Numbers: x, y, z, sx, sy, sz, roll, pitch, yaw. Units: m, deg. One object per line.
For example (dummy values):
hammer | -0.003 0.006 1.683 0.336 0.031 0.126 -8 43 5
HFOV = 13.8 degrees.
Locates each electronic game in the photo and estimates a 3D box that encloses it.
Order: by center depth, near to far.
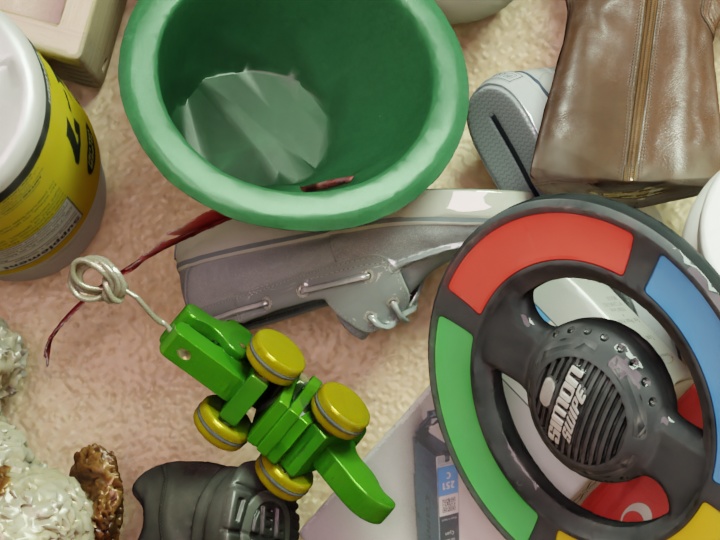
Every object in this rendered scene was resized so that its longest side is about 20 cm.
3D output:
electronic game | 0.111 0.061 1.387 0.042 0.200 0.200 -24 70 -44

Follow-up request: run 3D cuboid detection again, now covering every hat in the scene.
hat | -0.058 -0.060 1.525 0.199 0.176 0.166 1 65 -11

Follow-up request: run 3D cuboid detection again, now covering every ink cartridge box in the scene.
ink cartridge box | 0.095 0.122 1.476 0.176 0.045 0.200 45 108 15

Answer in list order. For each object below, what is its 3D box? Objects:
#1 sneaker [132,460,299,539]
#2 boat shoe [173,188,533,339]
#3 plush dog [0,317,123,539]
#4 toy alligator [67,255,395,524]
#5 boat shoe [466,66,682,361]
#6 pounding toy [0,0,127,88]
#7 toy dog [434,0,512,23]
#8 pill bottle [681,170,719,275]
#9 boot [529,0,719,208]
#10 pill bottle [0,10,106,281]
sneaker | -0.088 0.192 1.509 0.090 0.076 0.201 8 87 35
boat shoe | -0.001 0.000 1.529 0.200 0.070 0.072 -9 86 23
plush dog | -0.214 0.121 1.487 0.171 0.200 0.161 16 110 36
toy alligator | -0.058 0.050 1.477 0.200 0.054 0.059 39 114 -2
boat shoe | 0.128 -0.017 1.525 0.067 0.073 0.201 -21 86 -37
pounding toy | -0.211 -0.215 1.590 0.199 0.142 0.185 16 85 4
toy dog | -0.007 -0.185 1.543 0.199 0.140 0.195 4 73 3
pill bottle | 0.211 0.002 1.443 0.113 0.200 0.114 -1 77 5
boot | 0.184 -0.109 1.500 0.186 0.064 0.201 -1 50 11
pill bottle | -0.195 -0.061 1.505 0.114 0.200 0.115 -1 78 7
